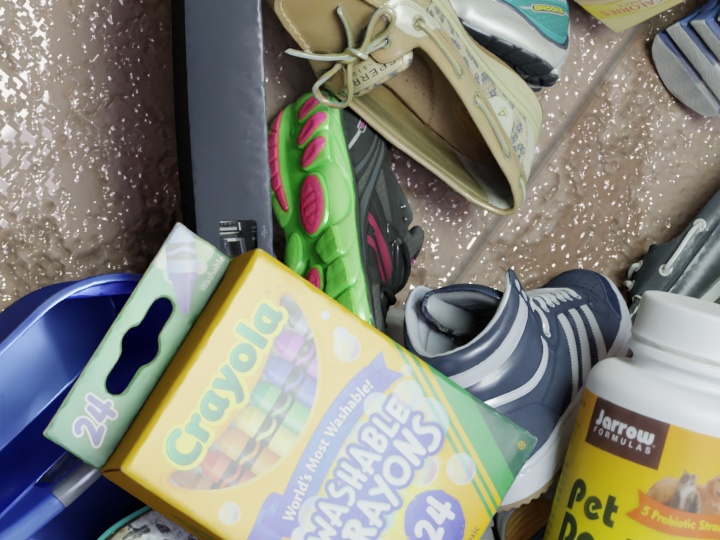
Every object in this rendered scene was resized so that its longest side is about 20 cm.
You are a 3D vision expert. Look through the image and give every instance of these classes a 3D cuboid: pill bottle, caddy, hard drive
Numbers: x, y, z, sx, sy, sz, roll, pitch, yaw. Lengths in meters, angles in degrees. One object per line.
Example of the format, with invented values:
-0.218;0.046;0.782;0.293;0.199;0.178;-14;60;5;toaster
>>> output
0.153;0.116;1.260;0.109;0.109;0.200;12;97;-24;pill bottle
-0.146;0.090;1.256;0.200;0.105;0.141;-45;110;-16;caddy
-0.070;-0.082;1.270;0.042;0.135;0.200;-4;99;-7;hard drive

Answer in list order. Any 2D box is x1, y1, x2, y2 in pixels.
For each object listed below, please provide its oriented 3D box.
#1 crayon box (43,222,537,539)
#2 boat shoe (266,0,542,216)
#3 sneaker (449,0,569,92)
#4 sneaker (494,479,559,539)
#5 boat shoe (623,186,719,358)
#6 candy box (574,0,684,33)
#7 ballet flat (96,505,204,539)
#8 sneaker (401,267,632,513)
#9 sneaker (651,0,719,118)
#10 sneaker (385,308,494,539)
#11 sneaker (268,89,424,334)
-0.032;0.080;1.193;0.200;0.052;0.126;34;75;-11;crayon box
0.025;-0.102;1.309;0.200;0.073;0.063;33;45;-33;boat shoe
0.031;-0.166;1.353;0.200;0.077;0.080;28;63;-28;sneaker
0.139;0.154;1.406;0.075;0.088;0.200;-35;133;11;sneaker
0.187;0.006;1.428;0.200;0.076;0.060;-41;70;-8;boat shoe
0.179;-0.209;1.323;0.115;0.200;0.055;31;47;-38;candy box
-0.046;0.137;1.250;0.200;0.072;0.072;-13;99;-47;ballet flat
0.084;0.027;1.326;0.109;0.070;0.200;63;31;-22;sneaker
0.256;-0.159;1.386;0.081;0.199;0.115;51;61;-14;sneaker
0.027;0.121;1.358;0.080;0.076;0.200;-14;92;1;sneaker
0.000;0.000;1.309;0.084;0.077;0.200;15;62;-36;sneaker
